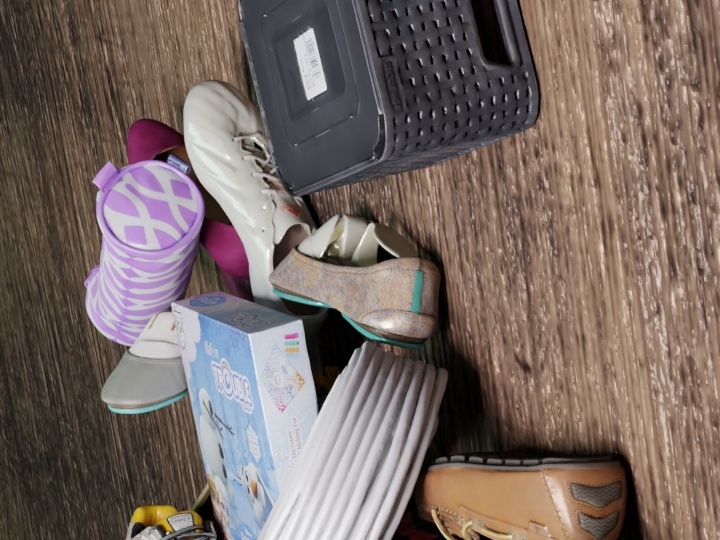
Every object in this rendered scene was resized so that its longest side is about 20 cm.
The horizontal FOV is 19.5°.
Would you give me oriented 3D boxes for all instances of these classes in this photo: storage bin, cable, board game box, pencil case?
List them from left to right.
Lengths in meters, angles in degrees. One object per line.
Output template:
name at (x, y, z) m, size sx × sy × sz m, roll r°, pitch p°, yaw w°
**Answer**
pencil case at (-0.169, -0.011, 1.588) m, size 0.085 × 0.084 × 0.200 m, roll 27°, pitch 153°, yaw 4°
board game box at (-0.070, 0.123, 1.457) m, size 0.200 × 0.043 × 0.199 m, roll -166°, pitch 65°, yaw -70°
cable at (-0.014, 0.140, 1.272) m, size 0.200 × 0.069 × 0.200 m, roll -65°, pitch 0°, yaw -48°
storage bin at (0.010, -0.125, 1.186) m, size 0.200 × 0.094 × 0.135 m, roll 164°, pitch 93°, yaw -71°

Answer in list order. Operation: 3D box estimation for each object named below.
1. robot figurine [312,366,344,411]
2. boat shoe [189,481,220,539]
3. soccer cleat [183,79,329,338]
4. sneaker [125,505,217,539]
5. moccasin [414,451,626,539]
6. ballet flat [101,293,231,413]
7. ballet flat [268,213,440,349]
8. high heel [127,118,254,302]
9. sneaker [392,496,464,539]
robot figurine at (-0.030, 0.147, 1.519) m, size 0.200 × 0.058 × 0.145 m, roll 103°, pitch 148°, yaw -52°
boat shoe at (-0.122, 0.218, 1.638) m, size 0.072 × 0.076 × 0.200 m, roll 19°, pitch 83°, yaw 34°
soccer cleat at (-0.068, -0.047, 1.497) m, size 0.078 × 0.069 × 0.200 m, roll -22°, pitch 88°, yaw 65°
sneaker at (-0.134, 0.220, 1.516) m, size 0.200 × 0.078 × 0.082 m, roll -164°, pitch 77°, yaw -64°
moccasin at (0.088, 0.141, 1.180) m, size 0.201 × 0.074 × 0.078 m, roll -7°, pitch 84°, yaw 61°
ballet flat at (-0.136, 0.055, 1.592) m, size 0.067 × 0.200 × 0.064 m, roll 5°, pitch 104°, yaw 27°
ballet flat at (0.000, 0.000, 1.357) m, size 0.200 × 0.068 × 0.067 m, roll 21°, pitch 102°, yaw 61°
high heel at (-0.125, -0.069, 1.628) m, size 0.200 × 0.067 × 0.096 m, roll 49°, pitch 157°, yaw 27°
sneaker at (0.052, 0.209, 1.345) m, size 0.200 × 0.074 × 0.087 m, roll -151°, pitch 40°, yaw -73°
